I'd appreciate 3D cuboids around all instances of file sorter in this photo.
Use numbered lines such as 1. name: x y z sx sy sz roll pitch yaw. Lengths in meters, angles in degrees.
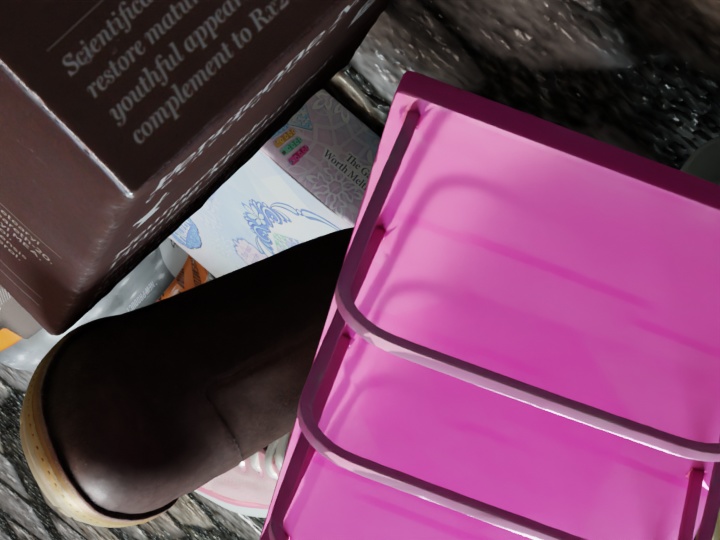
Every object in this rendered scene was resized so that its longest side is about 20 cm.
1. file sorter: 0.039 0.072 0.895 0.138 0.126 0.201 20 127 4

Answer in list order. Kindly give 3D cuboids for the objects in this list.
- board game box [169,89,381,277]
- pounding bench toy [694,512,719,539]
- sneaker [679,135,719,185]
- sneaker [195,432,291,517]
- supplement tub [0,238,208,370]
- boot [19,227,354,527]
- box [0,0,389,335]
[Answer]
1. board game box: 0.000 0.000 1.254 0.199 0.043 0.200 40 163 2
2. pounding bench toy: 0.120 0.089 1.101 0.124 0.199 0.157 18 120 47
3. sneaker: 0.169 0.048 0.948 0.088 0.074 0.200 18 147 44
4. sneaker: -0.025 0.070 1.278 0.199 0.076 0.105 20 160 32
5. supplement tub: -0.176 -0.037 1.414 0.200 0.123 0.122 45 163 -14
6. boot: -0.015 0.016 1.010 0.166 0.200 0.073 -28 90 29
7. box: -0.091 -0.107 0.957 0.164 0.166 0.200 45 162 1
